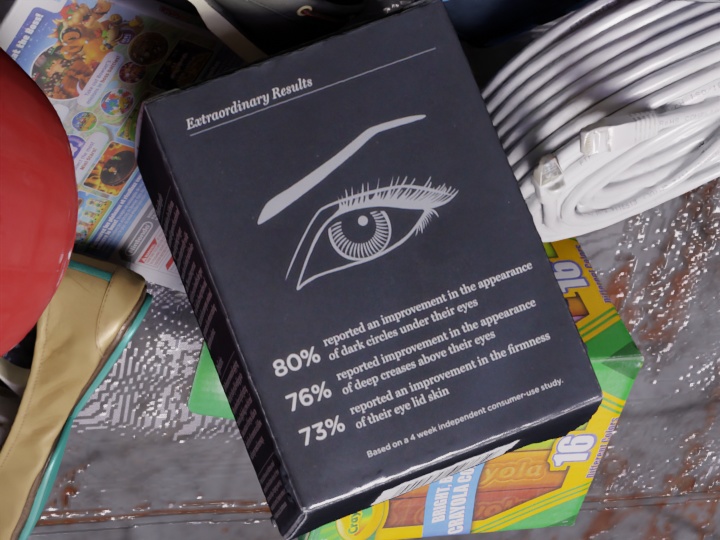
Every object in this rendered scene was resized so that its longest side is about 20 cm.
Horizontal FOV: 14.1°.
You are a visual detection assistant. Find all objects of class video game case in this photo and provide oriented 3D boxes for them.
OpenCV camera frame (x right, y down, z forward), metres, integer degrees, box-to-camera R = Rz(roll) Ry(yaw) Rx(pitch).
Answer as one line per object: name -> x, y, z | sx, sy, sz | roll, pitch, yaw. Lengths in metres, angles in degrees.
video game case -> -0.105, -0.062, 1.395 | 0.199, 0.018, 0.143 | 18, 123, -32

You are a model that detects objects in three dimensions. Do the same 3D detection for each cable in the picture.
cable -> 0.143, -0.082, 1.374 | 0.199, 0.069, 0.200 | -24, 168, -16

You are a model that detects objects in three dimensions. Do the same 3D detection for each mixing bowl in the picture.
mixing bowl -> -0.194, -0.028, 1.281 | 0.108, 0.200, 0.200 | 12, 126, -39

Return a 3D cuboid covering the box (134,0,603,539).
box -> 0.000, 0.000, 1.310 | 0.147, 0.201, 0.104 | -19, 171, -10

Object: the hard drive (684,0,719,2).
hard drive -> 0.115, -0.214, 1.224 | 0.139, 0.033, 0.201 | 4, 100, 11

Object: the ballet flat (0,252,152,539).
ballet flat -> -0.164, 0.062, 1.461 | 0.063, 0.069, 0.200 | 26, 127, -5

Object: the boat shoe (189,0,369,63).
boat shoe -> -0.074, -0.154, 1.284 | 0.063, 0.074, 0.201 | -34, 140, 22

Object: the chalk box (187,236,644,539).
chalk box -> 0.016, 0.051, 1.450 | 0.199, 0.124, 0.125 | -4, 135, -24

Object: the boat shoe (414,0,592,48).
boat shoe -> 0.119, -0.167, 1.352 | 0.199, 0.084, 0.069 | -19, 144, 21
